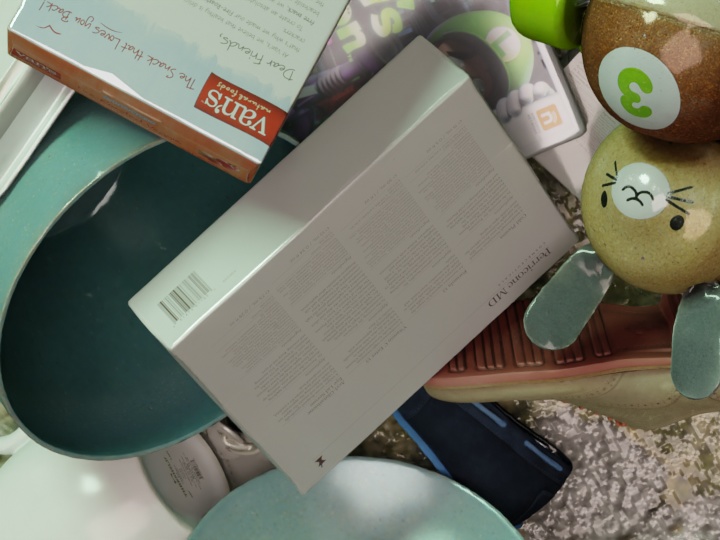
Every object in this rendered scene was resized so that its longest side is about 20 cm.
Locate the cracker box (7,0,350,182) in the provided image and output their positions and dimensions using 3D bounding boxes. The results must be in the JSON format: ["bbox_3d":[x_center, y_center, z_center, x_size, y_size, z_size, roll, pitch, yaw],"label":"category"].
[{"bbox_3d":[-0.063,-0.161,1.313,0.134,0.058,0.200,29,78,-3],"label":"cracker box"}]

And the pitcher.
[{"bbox_3d":[-0.184,0.136,1.549,0.200,0.121,0.172,-32,87,25],"label":"pitcher"}]

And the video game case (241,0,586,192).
[{"bbox_3d":[-0.001,-0.129,1.463,0.181,0.023,0.200,-22,101,9],"label":"video game case"}]

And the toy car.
[{"bbox_3d":[0.151,-0.045,1.377,0.164,0.158,0.201,20,95,28],"label":"toy car"}]

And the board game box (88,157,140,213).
[{"bbox_3d":[-0.138,-0.134,1.510,0.135,0.035,0.200,43,103,-6],"label":"board game box"}]

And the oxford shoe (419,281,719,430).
[{"bbox_3d":[0.128,0.058,1.474,0.199,0.071,0.075,-4,125,5],"label":"oxford shoe"}]

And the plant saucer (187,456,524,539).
[{"bbox_3d":[-0.001,0.187,1.467,0.200,0.201,0.039,8,136,3],"label":"plant saucer"}]

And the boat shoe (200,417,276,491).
[{"bbox_3d":[-0.059,0.073,1.544,0.072,0.066,0.201,-5,103,5],"label":"boat shoe"}]

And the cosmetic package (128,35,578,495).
[{"bbox_3d":[0.000,0.000,1.412,0.200,0.052,0.151,-42,135,-4],"label":"cosmetic package"}]

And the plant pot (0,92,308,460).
[{"bbox_3d":[-0.129,-0.022,1.429,0.200,0.135,0.200,-23,135,-25],"label":"plant pot"}]

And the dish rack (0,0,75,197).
[{"bbox_3d":[-0.196,-0.126,1.408,0.044,0.200,0.172,36,89,-35],"label":"dish rack"}]

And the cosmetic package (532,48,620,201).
[{"bbox_3d":[0.179,-0.042,1.505,0.200,0.051,0.083,43,105,-5],"label":"cosmetic package"}]

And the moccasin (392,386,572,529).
[{"bbox_3d":[0.043,0.052,1.535,0.068,0.081,0.200,-35,112,7],"label":"moccasin"}]
